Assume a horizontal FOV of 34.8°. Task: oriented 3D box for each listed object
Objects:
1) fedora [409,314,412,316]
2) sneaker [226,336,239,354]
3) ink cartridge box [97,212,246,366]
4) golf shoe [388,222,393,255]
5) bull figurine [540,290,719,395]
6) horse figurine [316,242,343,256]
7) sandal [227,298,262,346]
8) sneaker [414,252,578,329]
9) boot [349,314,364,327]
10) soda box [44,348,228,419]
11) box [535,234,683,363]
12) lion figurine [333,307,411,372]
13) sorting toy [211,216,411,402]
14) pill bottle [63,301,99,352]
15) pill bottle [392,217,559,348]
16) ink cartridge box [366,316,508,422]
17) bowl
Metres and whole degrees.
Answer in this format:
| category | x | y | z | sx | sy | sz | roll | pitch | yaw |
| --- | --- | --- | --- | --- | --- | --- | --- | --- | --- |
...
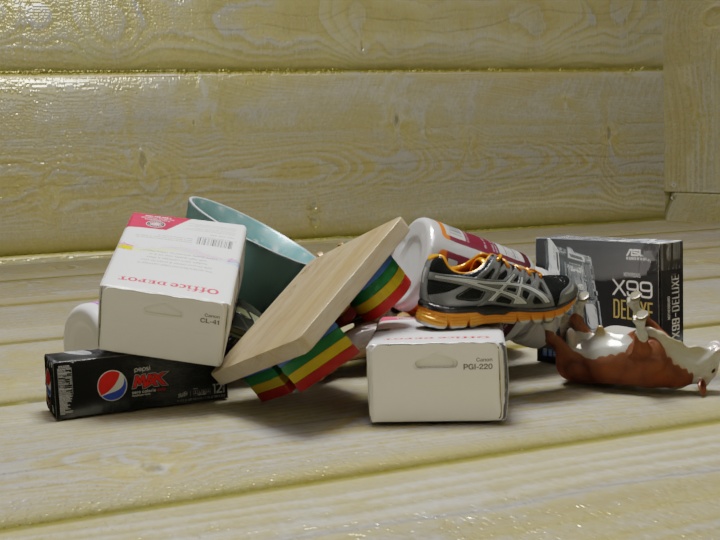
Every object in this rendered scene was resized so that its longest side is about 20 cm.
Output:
| category | x | y | z | sx | sy | sz | roll | pitch | yaw |
| --- | --- | --- | --- | --- | --- | --- | --- | --- | --- |
| fedora | 0.120 | 0.043 | 1.546 | 0.196 | 0.083 | 0.201 | 3 | -16 | 1 |
| sneaker | -0.138 | 0.104 | 1.508 | 0.198 | 0.073 | 0.082 | -6 | -17 | -41 |
| ink cartridge box | -0.213 | 0.016 | 1.325 | 0.145 | 0.087 | 0.201 | 8 | 28 | -3 |
| golf shoe | 0.000 | 0.000 | 1.525 | 0.198 | 0.076 | 0.091 | -33 | -44 | 20 |
| bull figurine | 0.297 | 0.085 | 1.272 | 0.197 | 0.123 | 0.065 | -7 | 33 | 36 |
| horse figurine | 0.012 | 0.020 | 1.643 | 0.050 | 0.134 | 0.199 | -34 | 13 | -29 |
| sandal | -0.202 | 0.065 | 1.399 | 0.197 | 0.058 | 0.080 | 9 | 24 | -7 |
| sneaker | 0.152 | 0.017 | 1.249 | 0.197 | 0.079 | 0.078 | -4 | 5 | -25 |
| boot | -0.056 | 0.043 | 1.434 | 0.197 | 0.075 | 0.098 | -25 | -32 | -13 |
| soda box | -0.253 | 0.120 | 1.300 | 0.197 | 0.065 | 0.071 | -4 | 6 | -24 |
| box | 0.300 | 0.040 | 1.397 | 0.049 | 0.161 | 0.198 | -6 | 8 | -37 |
| lion figurine | -0.005 | 0.093 | 1.426 | 0.196 | 0.074 | 0.123 | -10 | -13 | -13 |
| sorting toy | -0.041 | 0.054 | 1.256 | 0.198 | 0.070 | 0.200 | -24 | 20 | 53 |
| pill bottle | -0.268 | 0.083 | 1.458 | 0.103 | 0.106 | 0.198 | 3 | 8 | 43 |
| pill bottle | 0.141 | 0.020 | 1.386 | 0.197 | 0.116 | 0.114 | 19 | -2 | -20 |
| ink cartridge box | 0.085 | 0.102 | 1.241 | 0.143 | 0.087 | 0.200 | -2 | 4 | 6 |
| bowl | -0.161 | -0.007 | 1.536 | 0.198 | 0.106 | 0.201 | 28 | 7 | -4 |
